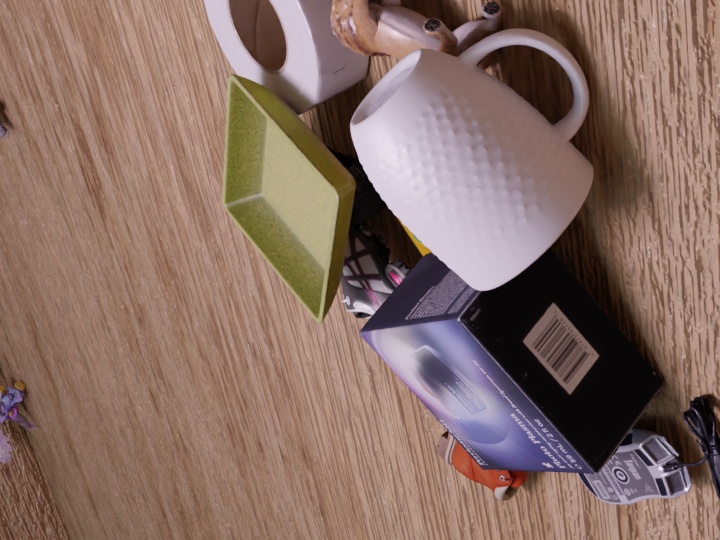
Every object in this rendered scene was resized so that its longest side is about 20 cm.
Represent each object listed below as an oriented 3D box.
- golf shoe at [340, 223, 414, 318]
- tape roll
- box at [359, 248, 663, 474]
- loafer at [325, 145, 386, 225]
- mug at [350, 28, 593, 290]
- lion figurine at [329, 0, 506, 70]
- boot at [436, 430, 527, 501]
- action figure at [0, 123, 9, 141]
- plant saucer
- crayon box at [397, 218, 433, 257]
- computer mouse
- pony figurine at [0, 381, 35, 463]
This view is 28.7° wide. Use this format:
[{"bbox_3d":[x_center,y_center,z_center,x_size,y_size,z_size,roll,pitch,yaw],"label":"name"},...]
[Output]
[{"bbox_3d":[0.000,0.000,1.533,0.200,0.088,0.077,45,-170,29],"label":"golf shoe"},{"bbox_3d":[-0.079,-0.262,1.435,0.202,0.071,0.203,40,148,32],"label":"tape roll"},{"bbox_3d":[0.136,0.083,1.319,0.200,0.123,0.198,48,157,-13],"label":"box"},{"bbox_3d":[-0.038,-0.105,1.513,0.200,0.068,0.071,28,151,59],"label":"loafer"},{"bbox_3d":[0.101,-0.112,1.175,0.175,0.200,0.148,41,-162,-15],"label":"mug"},{"bbox_3d":[0.050,-0.211,1.260,0.200,0.073,0.123,36,161,22],"label":"lion figurine"},{"bbox_3d":[0.145,0.179,1.519,0.107,0.075,0.200,43,158,22],"label":"boot"},{"bbox_3d":[-0.669,-0.300,2.430,0.200,0.069,0.130,48,145,12],"label":"action figure"},{"bbox_3d":[-0.069,-0.080,1.456,0.200,0.048,0.200,49,149,29],"label":"plant saucer"},{"bbox_3d":[0.072,-0.090,1.375,0.127,0.051,0.200,55,154,6],"label":"crayon box"},{"bbox_3d":[0.276,0.175,1.314,0.110,0.044,0.200,58,149,-9],"label":"computer mouse"},{"bbox_3d":[-0.871,0.335,3.340,0.192,0.167,0.200,31,122,-1],"label":"pony figurine"}]
